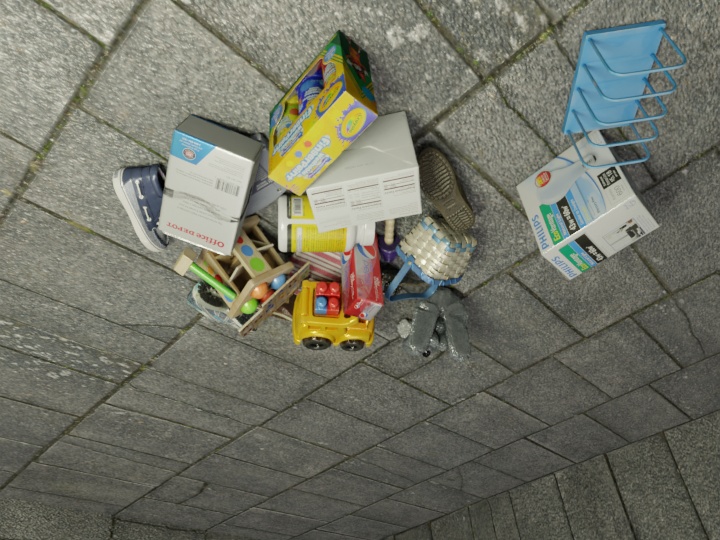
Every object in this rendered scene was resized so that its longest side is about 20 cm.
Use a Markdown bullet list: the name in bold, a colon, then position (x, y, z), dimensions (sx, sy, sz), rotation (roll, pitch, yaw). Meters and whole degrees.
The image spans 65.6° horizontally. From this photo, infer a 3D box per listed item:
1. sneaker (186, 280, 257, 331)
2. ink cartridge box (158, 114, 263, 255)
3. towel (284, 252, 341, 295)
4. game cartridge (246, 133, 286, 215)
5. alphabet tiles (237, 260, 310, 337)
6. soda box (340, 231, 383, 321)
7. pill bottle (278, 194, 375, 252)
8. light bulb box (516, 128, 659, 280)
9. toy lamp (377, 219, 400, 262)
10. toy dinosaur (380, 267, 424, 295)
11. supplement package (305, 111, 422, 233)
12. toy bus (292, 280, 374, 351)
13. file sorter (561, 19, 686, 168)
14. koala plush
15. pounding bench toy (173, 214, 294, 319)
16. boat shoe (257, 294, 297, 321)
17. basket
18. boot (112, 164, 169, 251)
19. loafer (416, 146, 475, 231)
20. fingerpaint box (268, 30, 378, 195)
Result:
- **sneaker**: position (-0.335, 0.092, 1.370), dimensions (0.085, 0.079, 0.199), rotation (-23, 133, 37)
- **ink cartridge box**: position (-0.271, -0.150, 1.009), dimensions (0.141, 0.085, 0.204), rotation (19, 122, -7)
- **towel**: position (-0.111, 0.000, 1.303), dimensions (0.143, 0.031, 0.199), rotation (22, 138, -28)
- **game cartridge**: position (-0.231, -0.170, 1.089), dimensions (0.196, 0.042, 0.133), rotation (-25, 134, 20)
- **alphabet tiles**: position (-0.182, 0.068, 1.198), dimensions (0.200, 0.008, 0.167), rotation (-44, 175, -14)
- **soda box**: position (0.000, 0.000, 1.196), dimensions (0.068, 0.205, 0.064), rotation (17, 137, -27)
- **pill bottle**: position (-0.071, -0.095, 1.142), dimensions (0.193, 0.115, 0.114), rotation (0, 141, -8)
- **light bulb box**: position (0.443, -0.130, 1.115), dimensions (0.123, 0.202, 0.198), rotation (30, 127, -35)
- **toy lamp**: position (0.064, -0.096, 1.207), dimensions (0.056, 0.060, 0.203), rotation (-4, 141, -3)
- **toy dinosaur**: position (0.081, 0.029, 1.372), dimensions (0.195, 0.048, 0.089), rotation (12, 130, -27)
- **supplement package**: position (0.003, -0.179, 1.018), dimensions (0.193, 0.159, 0.112), rotation (-10, 141, 3)
- **toy bus**: position (-0.051, 0.086, 1.258), dimensions (0.193, 0.140, 0.193), rotation (5, 153, -9)
- **file sorter**: position (0.455, -0.299, 0.976), dimensions (0.134, 0.125, 0.203), rotation (-8, 140, 0)
- **koala plush**: position (0.188, 0.154, 1.473), dimensions (0.171, 0.190, 0.201), rotation (8, 161, -5)
- **pounding bench toy**: position (-0.257, 0.010, 1.130), dimensions (0.198, 0.157, 0.125), rotation (-28, 165, -49)
- **boat shoe**: position (-0.191, 0.087, 1.388), dimensions (0.199, 0.077, 0.074), rotation (26, 154, -35)
- **basket**: position (0.153, -0.016, 1.233), dimensions (0.174, 0.139, 0.203), rotation (-3, 128, -50)
- **boot**: position (-0.399, -0.116, 1.095), dimensions (0.087, 0.074, 0.203), rotation (-5, 140, 7)
- **loafer**: position (0.168, -0.168, 1.134), dimensions (0.074, 0.068, 0.202), rotation (-24, 122, 15)
- **fingerpaint box**: position (-0.069, -0.254, 0.910), dimensions (0.072, 0.171, 0.199), rotation (25, 132, -34)
